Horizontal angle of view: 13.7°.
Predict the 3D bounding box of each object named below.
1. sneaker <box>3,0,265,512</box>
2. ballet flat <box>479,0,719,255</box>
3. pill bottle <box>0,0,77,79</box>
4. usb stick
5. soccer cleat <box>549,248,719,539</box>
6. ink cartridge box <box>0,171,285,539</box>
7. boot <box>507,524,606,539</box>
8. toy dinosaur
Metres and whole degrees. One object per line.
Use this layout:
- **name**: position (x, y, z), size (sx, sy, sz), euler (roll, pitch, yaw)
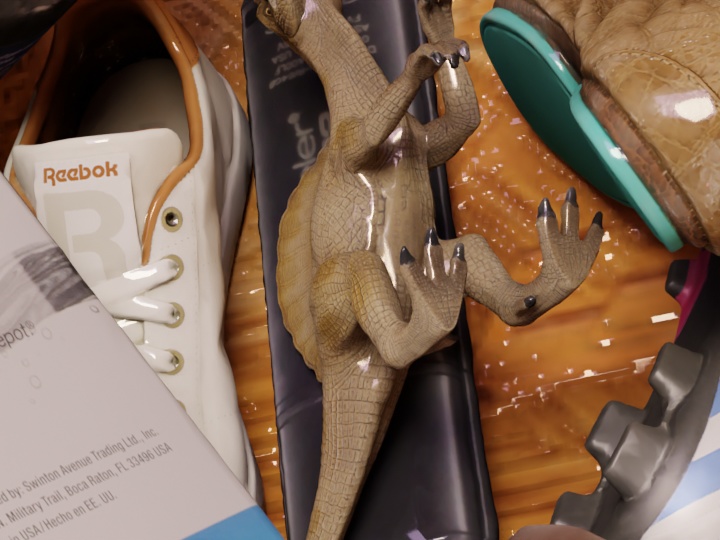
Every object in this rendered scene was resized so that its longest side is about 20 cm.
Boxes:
- **sneaker**: position (-0.068, 0.016, 0.764), size (0.073, 0.085, 0.201), euler (-8, 60, 10)
- **ballet flat**: position (0.077, -0.051, 0.716), size (0.072, 0.200, 0.068), euler (-35, 98, 1)
- **pill bottle**: position (-0.132, -0.088, 0.773), size (0.200, 0.112, 0.112), euler (-39, 45, 41)
- **usb stick**: position (0.000, 0.000, 0.784), size (0.055, 0.033, 0.201), euler (-18, 56, 18)
- **soccer cleat**: position (0.117, 0.016, 0.727), size (0.086, 0.070, 0.200), euler (33, 58, -5)
- **ink cartridge box**: position (-0.117, 0.052, 0.660), size (0.200, 0.145, 0.084), euler (51, 127, 12)
- **boot**: position (0.041, 0.144, 0.577), size (0.200, 0.064, 0.186), euler (-38, 49, -27)
- **toy dinosaur**: position (0.006, 0.005, 0.724), size (0.101, 0.058, 0.201), euler (-18, 68, 54)
